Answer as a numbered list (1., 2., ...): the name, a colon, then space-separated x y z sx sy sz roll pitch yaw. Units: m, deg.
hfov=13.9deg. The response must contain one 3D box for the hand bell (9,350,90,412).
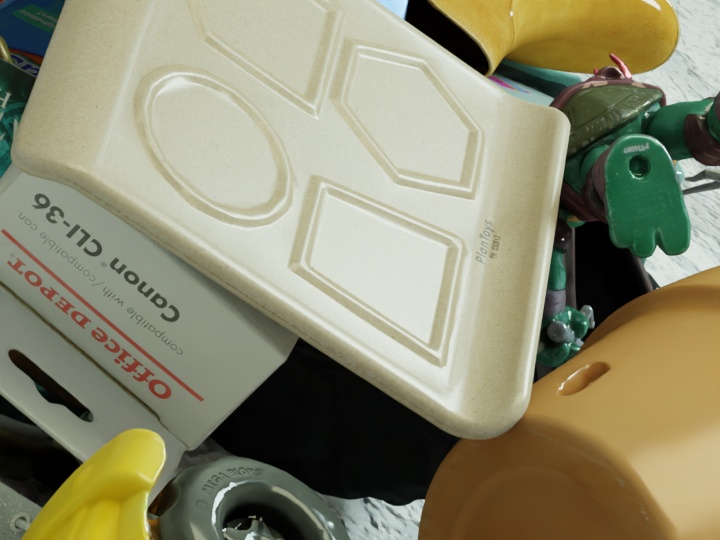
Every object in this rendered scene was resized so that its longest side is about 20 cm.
1. hand bell: -0.141 0.024 1.081 0.199 0.104 0.104 20 24 -29

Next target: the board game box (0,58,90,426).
1. board game box: -0.146 -0.010 1.135 0.199 0.136 0.028 26 -19 -14

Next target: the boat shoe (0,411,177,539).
1. boat shoe: -0.121 0.077 1.053 0.201 0.065 0.075 18 25 -36

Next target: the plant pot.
1. plant pot: 0.116 0.105 1.074 0.140 0.201 0.200 -13 47 -42

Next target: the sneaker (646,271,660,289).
1. sneaker: 0.075 0.030 1.411 0.076 0.091 0.199 44 27 29

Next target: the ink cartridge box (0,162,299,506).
1. ink cartridge box: -0.067 -0.020 1.077 0.116 0.067 0.200 39 39 -10

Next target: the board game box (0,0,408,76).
1. board game box: -0.094 -0.114 1.376 0.151 0.200 0.045 21 67 -26

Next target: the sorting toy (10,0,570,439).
1. sorting toy: -0.021 -0.043 1.064 0.199 0.036 0.186 30 39 -15

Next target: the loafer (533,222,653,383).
1. loafer: 0.116 0.052 1.345 0.072 0.063 0.201 -18 84 -30

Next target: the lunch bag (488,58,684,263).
1. lunch bag: 0.044 -0.058 1.535 0.169 0.123 0.200 15 14 -28

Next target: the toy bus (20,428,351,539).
1. toy bus: -0.039 0.176 0.880 0.199 0.136 0.192 33 33 -6

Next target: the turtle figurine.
1. turtle figurine: 0.108 -0.031 1.198 0.101 0.150 0.200 46 -14 -5

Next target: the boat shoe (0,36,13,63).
1. boat shoe: -0.165 -0.041 1.252 0.072 0.068 0.200 20 25 -34

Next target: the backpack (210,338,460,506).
1. backpack: 0.000 0.000 1.280 0.166 0.127 0.200 26 42 3

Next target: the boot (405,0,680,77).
1. boot: 0.067 -0.120 1.453 0.200 0.071 0.144 19 24 -8
